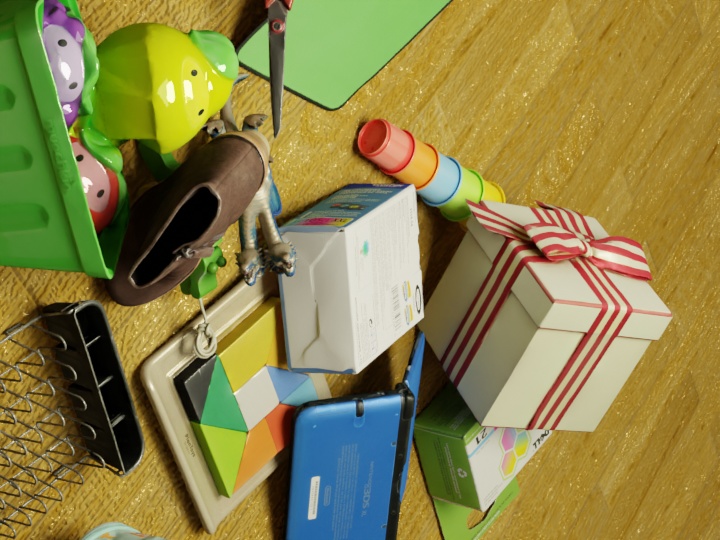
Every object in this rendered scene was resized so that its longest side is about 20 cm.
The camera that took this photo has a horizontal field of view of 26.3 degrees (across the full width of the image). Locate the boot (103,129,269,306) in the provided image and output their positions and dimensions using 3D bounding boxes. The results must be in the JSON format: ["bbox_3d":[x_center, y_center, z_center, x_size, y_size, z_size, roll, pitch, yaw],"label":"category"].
[{"bbox_3d":[-0.151,-0.023,1.164,0.072,0.200,0.167,43,23,-6],"label":"boot"}]

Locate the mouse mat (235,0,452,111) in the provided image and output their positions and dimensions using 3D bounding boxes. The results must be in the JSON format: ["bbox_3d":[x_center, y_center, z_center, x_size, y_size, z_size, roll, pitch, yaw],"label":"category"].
[{"bbox_3d":[-0.002,-0.228,1.361,0.200,0.008,0.160,-41,146,20],"label":"mouse mat"}]

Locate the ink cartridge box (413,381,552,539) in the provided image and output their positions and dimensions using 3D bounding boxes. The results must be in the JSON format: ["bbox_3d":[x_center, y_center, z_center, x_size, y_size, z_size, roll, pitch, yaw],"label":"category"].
[{"bbox_3d":[0.145,0.212,1.687,0.148,0.075,0.202,-42,127,-38],"label":"ink cartridge box"}]

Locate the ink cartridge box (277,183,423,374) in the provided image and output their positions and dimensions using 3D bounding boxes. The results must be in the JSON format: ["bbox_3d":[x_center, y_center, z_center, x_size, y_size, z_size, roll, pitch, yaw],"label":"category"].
[{"bbox_3d":[0.000,0.000,1.436,0.200,0.075,0.138,-33,123,-59],"label":"ink cartridge box"}]

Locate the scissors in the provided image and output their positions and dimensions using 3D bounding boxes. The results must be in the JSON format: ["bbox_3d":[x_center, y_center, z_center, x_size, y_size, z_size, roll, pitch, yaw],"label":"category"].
[{"bbox_3d":[-0.075,-0.216,1.282,0.014,0.072,0.203,-158,-97,-87],"label":"scissors"}]

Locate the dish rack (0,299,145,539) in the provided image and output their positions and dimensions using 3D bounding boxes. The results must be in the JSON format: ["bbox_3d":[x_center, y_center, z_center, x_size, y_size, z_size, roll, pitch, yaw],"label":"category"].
[{"bbox_3d":[-0.264,0.128,1.175,0.200,0.054,0.155,-38,125,-40],"label":"dish rack"}]

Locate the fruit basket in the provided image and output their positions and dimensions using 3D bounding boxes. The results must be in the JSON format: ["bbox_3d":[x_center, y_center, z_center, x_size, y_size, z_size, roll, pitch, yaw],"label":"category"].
[{"bbox_3d":[-0.184,-0.114,1.109,0.156,0.212,0.218,-93,172,-65],"label":"fruit basket"}]

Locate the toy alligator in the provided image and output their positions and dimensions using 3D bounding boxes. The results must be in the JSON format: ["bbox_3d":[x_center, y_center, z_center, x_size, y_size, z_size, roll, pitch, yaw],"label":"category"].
[{"bbox_3d":[-0.135,-0.021,1.281,0.059,0.054,0.203,-33,114,-49],"label":"toy alligator"}]

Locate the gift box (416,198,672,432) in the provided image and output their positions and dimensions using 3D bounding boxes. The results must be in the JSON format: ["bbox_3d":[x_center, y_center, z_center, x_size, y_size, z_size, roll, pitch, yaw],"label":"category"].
[{"bbox_3d":[0.174,0.030,1.558,0.183,0.201,0.188,3,128,-39],"label":"gift box"}]

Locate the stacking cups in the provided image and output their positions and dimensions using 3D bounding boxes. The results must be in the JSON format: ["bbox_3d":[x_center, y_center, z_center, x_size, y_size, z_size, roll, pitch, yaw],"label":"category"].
[{"bbox_3d":[0.072,-0.100,1.545,0.199,0.060,0.061,33,73,-48],"label":"stacking cups"}]

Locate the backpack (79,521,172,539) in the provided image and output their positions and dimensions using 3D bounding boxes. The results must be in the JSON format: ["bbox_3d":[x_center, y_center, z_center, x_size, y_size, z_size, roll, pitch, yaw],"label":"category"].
[{"bbox_3d":[-0.185,0.303,1.233,0.178,0.149,0.201,-57,144,-30],"label":"backpack"}]

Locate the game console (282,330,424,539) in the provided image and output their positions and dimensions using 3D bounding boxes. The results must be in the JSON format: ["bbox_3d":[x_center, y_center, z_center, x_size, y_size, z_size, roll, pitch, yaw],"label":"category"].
[{"bbox_3d":[-0.005,0.177,1.505,0.168,0.119,0.202,-6,121,-20],"label":"game console"}]

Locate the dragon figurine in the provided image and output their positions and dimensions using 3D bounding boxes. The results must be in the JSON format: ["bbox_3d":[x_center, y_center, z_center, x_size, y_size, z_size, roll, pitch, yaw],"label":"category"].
[{"bbox_3d":[-0.098,-0.076,1.301,0.058,0.201,0.100,-12,134,-9],"label":"dragon figurine"}]

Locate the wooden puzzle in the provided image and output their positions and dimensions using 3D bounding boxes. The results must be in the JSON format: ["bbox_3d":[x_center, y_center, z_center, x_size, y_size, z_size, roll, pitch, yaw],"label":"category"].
[{"bbox_3d":[-0.100,0.109,1.389,0.200,0.037,0.187,-45,129,-37],"label":"wooden puzzle"}]
